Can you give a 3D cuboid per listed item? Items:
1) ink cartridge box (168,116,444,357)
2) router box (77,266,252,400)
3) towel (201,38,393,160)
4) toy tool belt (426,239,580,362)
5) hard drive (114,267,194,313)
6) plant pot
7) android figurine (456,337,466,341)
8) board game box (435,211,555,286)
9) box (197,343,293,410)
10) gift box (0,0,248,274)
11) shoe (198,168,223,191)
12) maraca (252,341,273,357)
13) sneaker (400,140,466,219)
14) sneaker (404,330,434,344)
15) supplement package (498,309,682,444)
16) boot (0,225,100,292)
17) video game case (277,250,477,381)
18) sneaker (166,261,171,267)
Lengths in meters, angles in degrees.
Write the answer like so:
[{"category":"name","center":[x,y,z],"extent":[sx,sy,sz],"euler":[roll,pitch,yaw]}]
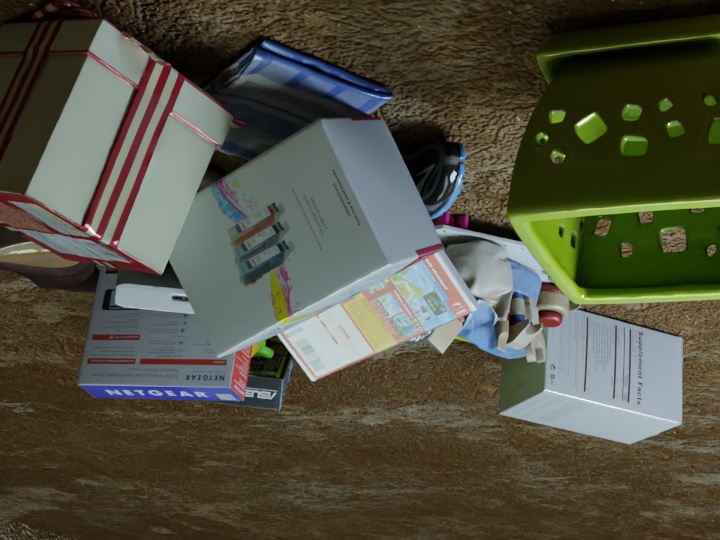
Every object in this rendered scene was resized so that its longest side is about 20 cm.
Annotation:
[{"category":"ink cartridge box","center":[-0.057,-0.033,1.269],"extent":[0.199,0.145,0.145],"euler":[-27,176,24]},{"category":"router box","center":[-0.225,0.062,1.648],"extent":[0.199,0.180,0.049],"euler":[0,157,18]},{"category":"towel","center":[-0.079,-0.148,1.298],"extent":[0.146,0.024,0.200],"euler":[18,155,-27]},{"category":"toy tool belt","center":[0.152,0.056,1.526],"extent":[0.199,0.124,0.125],"euler":[22,154,-32]},{"category":"hard drive","center":[-0.192,0.016,1.460],"extent":[0.131,0.026,0.200],"euler":[6,-172,-10]},{"category":"plant pot","center":[0.244,-0.092,1.128],"extent":[0.198,0.182,0.200],"euler":[-4,155,24]},{"category":"android figurine","center":[0.102,0.058,1.665],"extent":[0.199,0.041,0.182],"euler":[9,175,28]},{"category":"board game box","center":[0.153,-0.003,1.581],"extent":[0.199,0.026,0.200],"euler":[12,158,-11]},{"category":"box","center":[-0.176,0.135,1.869],"extent":[0.159,0.045,0.200],"euler":[7,-170,0]},{"category":"gift box","center":[-0.223,-0.114,1.200],"extent":[0.199,0.188,0.184],"euler":[8,162,40]},{"category":"shoe","center":[-0.175,-0.055,1.513],"extent":[0.069,0.054,0.200],"euler":[7,158,-1]},{"category":"maraca","center":[-0.183,0.079,1.776],"extent":[0.136,0.108,0.200],"euler":[16,166,17]},{"category":"sneaker","center":[0.018,-0.087,1.354],"extent":[0.199,0.071,0.083],"euler":[-8,160,39]},{"category":"sneaker","center":[0.000,0.000,1.431],"extent":[0.200,0.076,0.076],"euler":[40,178,-13]},{"category":"supplement package","center":[0.292,0.133,1.746],"extent":[0.199,0.120,0.121],"euler":[15,155,-19]},{"category":"boot","center":[-0.418,-0.011,1.669],"extent":[0.199,0.073,0.167],"euler":[0,155,7]},{"category":"video game case","center":[-0.004,0.021,1.376],"extent":[0.199,0.017,0.143],"euler":[-24,115,23]},{"category":"sneaker","center":[-0.211,-0.079,1.414],"extent":[0.078,0.091,0.200],"euler":[-16,144,-2]}]
